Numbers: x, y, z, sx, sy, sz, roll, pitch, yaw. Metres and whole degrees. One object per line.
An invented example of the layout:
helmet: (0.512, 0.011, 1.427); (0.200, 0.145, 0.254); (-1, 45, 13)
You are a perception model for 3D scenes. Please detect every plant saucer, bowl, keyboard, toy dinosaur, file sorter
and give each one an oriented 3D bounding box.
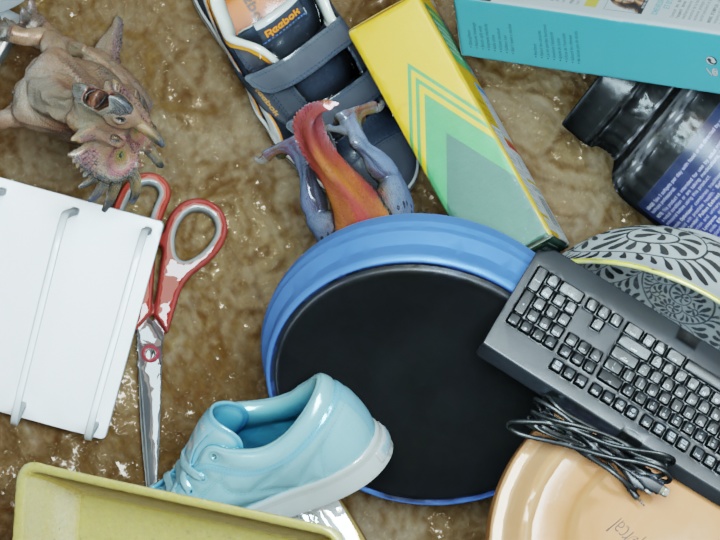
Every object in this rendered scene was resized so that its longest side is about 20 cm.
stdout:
plant saucer: (0.172, 0.160, 1.536); (0.200, 0.032, 0.200); (1, 78, -5)
plant saucer: (-0.106, 0.215, 1.570); (0.200, 0.048, 0.200); (11, 109, 14)
bowl: (0.192, 0.037, 1.636); (0.201, 0.201, 0.094); (33, 53, 0)
keyboard: (0.164, 0.076, 1.515); (0.200, 0.040, 0.104); (31, 77, 1)
toy dinosaur: (-0.160, -0.097, 1.617); (0.136, 0.200, 0.086); (20, 109, 10)
bowl: (0.038, 0.059, 1.601); (0.201, 0.201, 0.039); (16, 37, -3)
file sorter: (-0.231, 0.013, 1.591); (0.200, 0.125, 0.139); (15, 91, -4)
toy dinosaur: (0.000, 0.000, 1.622); (0.105, 0.200, 0.182); (-23, 84, 16)

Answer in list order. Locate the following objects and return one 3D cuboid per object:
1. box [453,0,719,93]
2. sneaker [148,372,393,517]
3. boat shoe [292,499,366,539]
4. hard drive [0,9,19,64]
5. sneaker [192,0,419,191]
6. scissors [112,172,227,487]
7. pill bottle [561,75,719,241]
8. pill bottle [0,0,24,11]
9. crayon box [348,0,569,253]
box: (0.164, -0.158, 1.623); (0.200, 0.049, 0.082); (11, 47, 22)
sneaker: (-0.085, 0.115, 1.597); (0.200, 0.074, 0.082); (-27, 117, 13)
boat shoe: (-0.006, 0.215, 1.624); (0.069, 0.071, 0.200); (-31, 76, -10)
hard drive: (-0.329, -0.149, 1.671); (0.200, 0.026, 0.132); (29, 78, -1)
sneaker: (-0.036, -0.125, 1.675); (0.078, 0.079, 0.200); (-40, 88, -12)
scissors: (-0.136, 0.039, 1.668); (0.073, 0.014, 0.200); (15, 80, -6)
pill bottle: (0.229, -0.063, 1.677); (0.200, 0.112, 0.112); (38, 78, 0)
pill bottle: (-0.249, -0.260, 1.648); (0.111, 0.111, 0.200); (-8, 75, -8)
crayon box: (0.054, -0.093, 1.651); (0.052, 0.126, 0.200); (-29, 83, 7)
